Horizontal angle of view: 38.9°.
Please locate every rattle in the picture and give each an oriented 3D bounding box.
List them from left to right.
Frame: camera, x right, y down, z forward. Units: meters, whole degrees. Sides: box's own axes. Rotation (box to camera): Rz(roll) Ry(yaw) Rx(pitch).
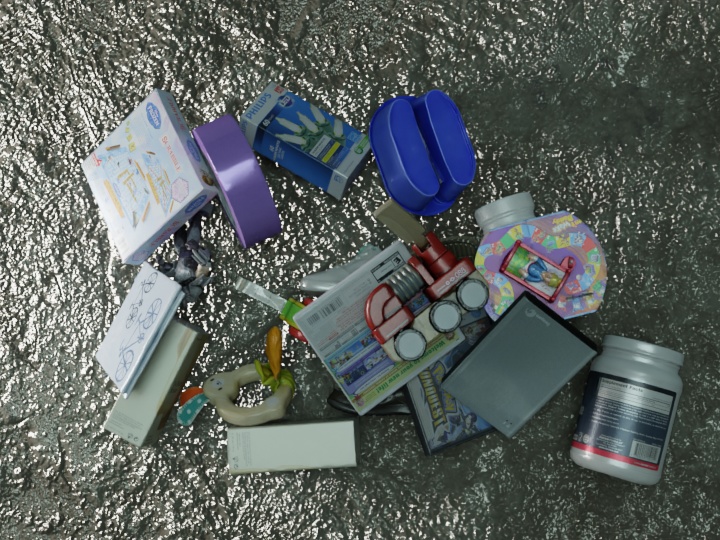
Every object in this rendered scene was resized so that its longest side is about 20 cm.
[{"bbox_3d":[-0.210,0.166,1.588,0.198,0.143,0.131,3,55,16],"label":"rattle"}]

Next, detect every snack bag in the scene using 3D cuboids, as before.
[{"bbox_3d":[-0.351,0.089,1.605,0.021,0.200,0.190,28,87,-29],"label":"snack bag"}]

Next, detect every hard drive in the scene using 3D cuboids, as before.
[{"bbox_3d":[0.235,0.141,1.519,0.139,0.033,0.200,36,115,-8],"label":"hard drive"}]

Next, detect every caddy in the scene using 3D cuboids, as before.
[{"bbox_3d":[0.095,-0.189,1.625,0.140,0.105,0.202,-17,85,-20],"label":"caddy"}]

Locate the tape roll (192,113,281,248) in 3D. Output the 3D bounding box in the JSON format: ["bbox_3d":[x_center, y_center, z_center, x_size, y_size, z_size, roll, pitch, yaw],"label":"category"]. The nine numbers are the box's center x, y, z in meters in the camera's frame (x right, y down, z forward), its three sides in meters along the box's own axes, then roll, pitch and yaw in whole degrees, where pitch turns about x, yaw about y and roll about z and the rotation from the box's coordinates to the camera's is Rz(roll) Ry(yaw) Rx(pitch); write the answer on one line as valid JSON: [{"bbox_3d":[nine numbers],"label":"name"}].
[{"bbox_3d":[-0.192,-0.138,1.588,0.065,0.200,0.202,-25,83,-10],"label":"tape roll"}]

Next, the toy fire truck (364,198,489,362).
[{"bbox_3d":[0.067,0.010,1.461,0.175,0.129,0.201,-38,88,-4],"label":"toy fire truck"}]

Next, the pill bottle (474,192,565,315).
[{"bbox_3d":[0.253,-0.011,1.589,0.115,0.116,0.202,-18,82,2],"label":"pill bottle"}]

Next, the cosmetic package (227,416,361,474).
[{"bbox_3d":[-0.101,0.273,1.595,0.198,0.104,0.074,-4,85,5],"label":"cosmetic package"}]

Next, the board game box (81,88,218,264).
[{"bbox_3d":[-0.339,-0.148,1.625,0.199,0.041,0.201,-37,68,24],"label":"board game box"}]

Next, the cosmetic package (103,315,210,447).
[{"bbox_3d":[-0.321,0.173,1.621,0.071,0.105,0.201,26,88,5],"label":"cosmetic package"}]

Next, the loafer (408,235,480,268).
[{"bbox_3d":[0.092,-0.005,1.572,0.198,0.068,0.076,-17,101,-9],"label":"loafer"}]

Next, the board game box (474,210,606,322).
[{"bbox_3d":[0.267,-0.001,1.508,0.198,0.039,0.160,-14,83,2],"label":"board game box"}]

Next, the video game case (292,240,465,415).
[{"bbox_3d":[0.029,0.086,1.525,0.199,0.022,0.183,-35,99,-5],"label":"video game case"}]

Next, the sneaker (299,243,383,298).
[{"bbox_3d":[0.000,0.000,1.634,0.198,0.075,0.090,-2,81,-6],"label":"sneaker"}]

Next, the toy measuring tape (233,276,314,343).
[{"bbox_3d":[-0.117,0.062,1.632,0.199,0.074,0.074,28,87,6],"label":"toy measuring tape"}]

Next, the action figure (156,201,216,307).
[{"bbox_3d":[-0.282,-0.037,1.644,0.129,0.069,0.202,-17,70,38],"label":"action figure"}]

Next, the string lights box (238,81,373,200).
[{"bbox_3d":[-0.088,-0.210,1.641,0.199,0.059,0.103,30,53,6],"label":"string lights box"}]

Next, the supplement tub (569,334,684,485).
[{"bbox_3d":[0.406,0.211,1.544,0.139,0.140,0.202,15,86,5],"label":"supplement tub"}]

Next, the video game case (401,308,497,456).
[{"bbox_3d":[0.149,0.164,1.588,0.179,0.025,0.202,-16,82,-22],"label":"video game case"}]

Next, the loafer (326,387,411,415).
[{"bbox_3d":[0.045,0.194,1.612,0.198,0.073,0.072,2,82,-5],"label":"loafer"}]
